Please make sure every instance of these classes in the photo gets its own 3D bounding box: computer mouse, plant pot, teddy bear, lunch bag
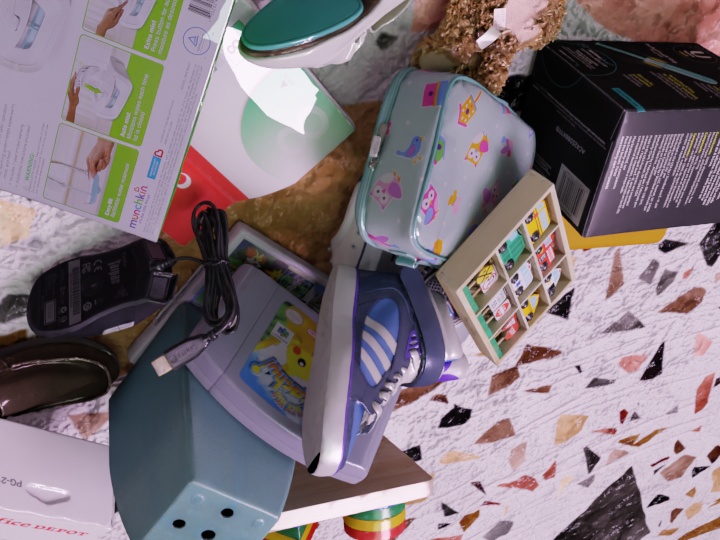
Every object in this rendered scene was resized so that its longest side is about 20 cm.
[{"bbox_3d":[-0.190,0.037,0.707,0.197,0.142,0.046,-23,150,5],"label":"computer mouse"},{"bbox_3d":[-0.143,0.164,0.748,0.140,0.201,0.142,31,109,-26],"label":"plant pot"},{"bbox_3d":[0.125,-0.235,0.702,0.143,0.067,0.202,7,130,-23],"label":"teddy bear"},{"bbox_3d":[0.075,-0.077,0.719,0.199,0.076,0.163,15,93,-55],"label":"lunch bag"}]

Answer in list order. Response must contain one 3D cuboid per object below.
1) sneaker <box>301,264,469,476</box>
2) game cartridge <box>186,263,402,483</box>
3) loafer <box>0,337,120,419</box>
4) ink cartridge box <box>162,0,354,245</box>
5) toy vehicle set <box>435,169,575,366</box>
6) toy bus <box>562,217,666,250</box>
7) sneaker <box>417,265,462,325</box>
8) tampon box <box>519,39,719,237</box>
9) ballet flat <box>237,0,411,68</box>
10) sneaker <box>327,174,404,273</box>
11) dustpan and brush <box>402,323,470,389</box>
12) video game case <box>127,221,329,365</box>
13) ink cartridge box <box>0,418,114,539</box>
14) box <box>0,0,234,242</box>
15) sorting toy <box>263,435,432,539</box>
[{"bbox_3d":[0.032,0.091,0.711,0.144,0.202,0.081,16,143,-13],"label":"sneaker"},{"bbox_3d":[-0.059,0.096,0.742,0.199,0.134,0.040,37,135,-8],"label":"game cartridge"},{"bbox_3d":[-0.322,0.113,0.755,0.197,0.071,0.074,-6,129,-21],"label":"loafer"},{"bbox_3d":[-0.126,-0.114,0.684,0.200,0.050,0.161,-41,132,7],"label":"ink cartridge box"},{"bbox_3d":[0.143,0.006,0.766,0.124,0.026,0.200,-47,149,-5],"label":"toy vehicle set"},{"bbox_3d":[0.227,-0.065,0.865,0.197,0.079,0.066,-4,128,-22],"label":"toy bus"},{"bbox_3d":[0.108,0.017,0.835,0.199,0.074,0.081,-35,135,-27],"label":"sneaker"},{"bbox_3d":[0.273,-0.131,0.785,0.197,0.151,0.128,-5,128,-21],"label":"tampon box"},{"bbox_3d":[-0.006,-0.202,0.635,0.200,0.069,0.070,-41,135,-17],"label":"ballet flat"},{"bbox_3d":[0.000,0.000,0.815,0.072,0.071,0.202,-2,121,-48],"label":"sneaker"},{"bbox_3d":[0.037,0.112,0.926,0.138,0.058,0.200,10,137,-38],"label":"dustpan and brush"},{"bbox_3d":[-0.107,0.062,0.850,0.182,0.022,0.199,-46,130,14],"label":"video game case"},{"bbox_3d":[-0.348,0.224,0.776,0.199,0.085,0.144,-31,141,30],"label":"ink cartridge box"},{"bbox_3d":[-0.190,-0.148,0.561,0.174,0.097,0.202,18,119,-13],"label":"box"},{"bbox_3d":[-0.049,0.242,0.893,0.197,0.198,0.071,-6,100,-20],"label":"sorting toy"}]
